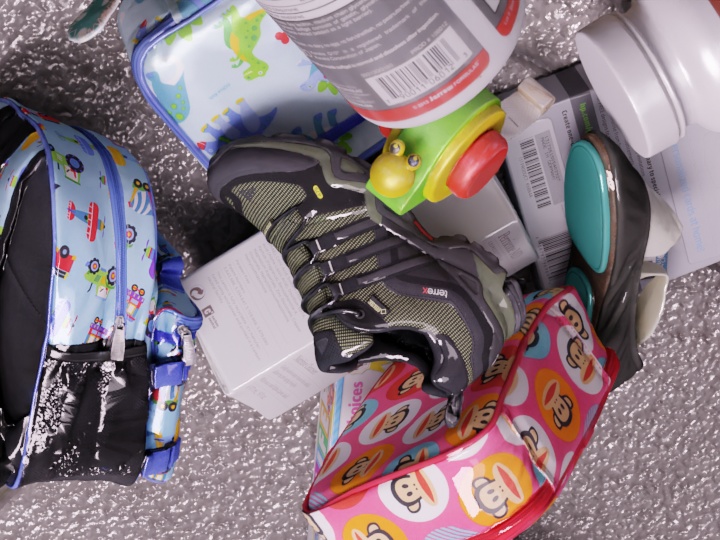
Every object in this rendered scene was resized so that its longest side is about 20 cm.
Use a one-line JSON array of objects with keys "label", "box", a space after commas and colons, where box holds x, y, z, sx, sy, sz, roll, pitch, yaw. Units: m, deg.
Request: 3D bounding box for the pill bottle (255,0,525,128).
[{"label": "pill bottle", "box": [-0.010, -0.177, 1.437, 0.116, 0.116, 0.200, -38, 127, 8]}]

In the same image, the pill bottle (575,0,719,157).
[{"label": "pill bottle", "box": [0.230, -0.151, 1.597, 0.199, 0.112, 0.113, -30, 124, -5]}]

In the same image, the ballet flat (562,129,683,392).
[{"label": "ballet flat", "box": [0.156, -0.009, 1.676, 0.068, 0.068, 0.201, -14, 134, -19]}]

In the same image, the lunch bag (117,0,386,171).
[{"label": "lunch bag", "box": [-0.024, -0.136, 1.584, 0.199, 0.083, 0.161, -33, 126, 6]}]

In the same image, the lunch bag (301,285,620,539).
[{"label": "lunch bag", "box": [0.049, 0.099, 1.622, 0.175, 0.200, 0.082, -23, 109, 34]}]

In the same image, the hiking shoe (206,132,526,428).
[{"label": "hiking shoe", "box": [-0.008, 0.002, 1.530, 0.199, 0.101, 0.076, 31, 150, 5]}]

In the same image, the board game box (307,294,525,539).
[{"label": "board game box", "box": [0.039, 0.112, 1.775, 0.133, 0.034, 0.201, -2, 120, -15]}]

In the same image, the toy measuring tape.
[{"label": "toy measuring tape", "box": [0.066, -0.089, 1.545, 0.200, 0.073, 0.074, -34, 140, -51]}]

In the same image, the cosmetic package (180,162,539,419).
[{"label": "cosmetic package", "box": [0.000, 0.000, 1.643, 0.199, 0.081, 0.113, -30, 165, 6]}]

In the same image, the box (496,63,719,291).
[{"label": "box", "box": [0.189, -0.069, 1.706, 0.199, 0.041, 0.157, -21, 124, -2]}]

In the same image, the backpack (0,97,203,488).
[{"label": "backpack", "box": [-0.170, 0.006, 1.577, 0.134, 0.182, 0.201, 1, 108, -25]}]

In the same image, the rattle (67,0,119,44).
[{"label": "rattle", "box": [-0.098, -0.202, 1.451, 0.142, 0.200, 0.131, 7, 118, -20]}]
